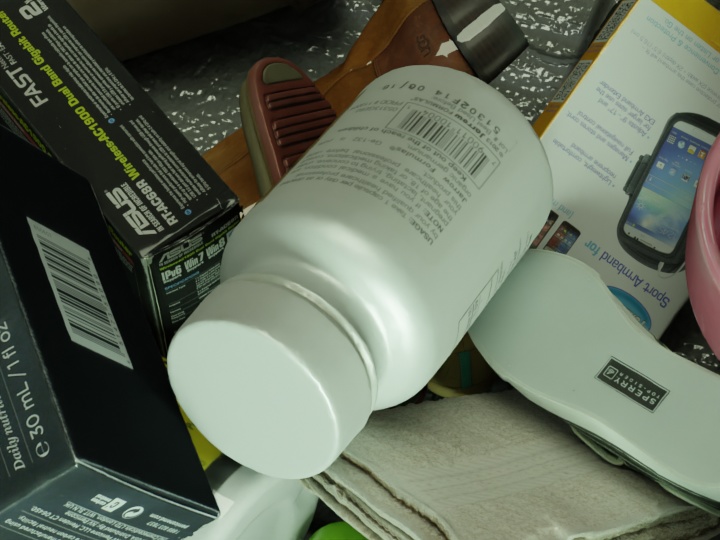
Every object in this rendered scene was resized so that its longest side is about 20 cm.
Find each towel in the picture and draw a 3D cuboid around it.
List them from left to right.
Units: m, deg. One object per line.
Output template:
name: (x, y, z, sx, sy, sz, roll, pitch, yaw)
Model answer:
towel: (0.074, 0.100, 0.906, 0.200, 0.035, 0.132, -7, 30, -44)

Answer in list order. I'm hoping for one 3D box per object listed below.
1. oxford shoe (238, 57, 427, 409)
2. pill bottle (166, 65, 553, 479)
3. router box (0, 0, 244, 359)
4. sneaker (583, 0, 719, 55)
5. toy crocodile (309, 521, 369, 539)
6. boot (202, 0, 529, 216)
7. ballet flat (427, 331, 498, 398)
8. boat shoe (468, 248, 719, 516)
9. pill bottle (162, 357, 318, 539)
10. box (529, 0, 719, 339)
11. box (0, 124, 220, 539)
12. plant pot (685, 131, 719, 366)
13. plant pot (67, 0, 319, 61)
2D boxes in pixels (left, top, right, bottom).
oxford shoe: (-0.033, -0.011, 0.990, 0.070, 0.075, 0.200, -13, 85, -49)
pill bottle: (0.000, 0.000, 0.881, 0.114, 0.114, 0.200, 24, 46, 18)
router box: (-0.136, -0.042, 1.014, 0.062, 0.150, 0.200, -32, 61, -18)
sneaker: (0.226, -0.119, 1.071, 0.199, 0.114, 0.076, 5, 58, 4)
toy crocodile: (0.066, 0.149, 0.933, 0.200, 0.062, 0.068, 1, 21, -2)
boot: (-0.014, -0.104, 1.102, 0.200, 0.068, 0.188, -37, 35, 2)
ballet flat: (0.036, -0.024, 1.045, 0.069, 0.063, 0.200, -17, 57, -6)
boat shoe: (0.127, 0.060, 0.921, 0.071, 0.064, 0.200, -44, 50, -7)
pill bottle: (-0.130, 0.091, 0.947, 0.200, 0.114, 0.114, 31, 63, 21)
box: (0.143, -0.046, 1.003, 0.119, 0.041, 0.200, 36, 92, -10)
box: (-0.200, 0.065, 0.847, 0.197, 0.124, 0.200, -33, 61, 14)
plant pot: (0.256, 0.022, 0.934, 0.200, 0.179, 0.200, -1, 57, 2)
plant pot: (-0.128, -0.211, 1.122, 0.173, 0.200, 0.200, -33, 59, 3)
